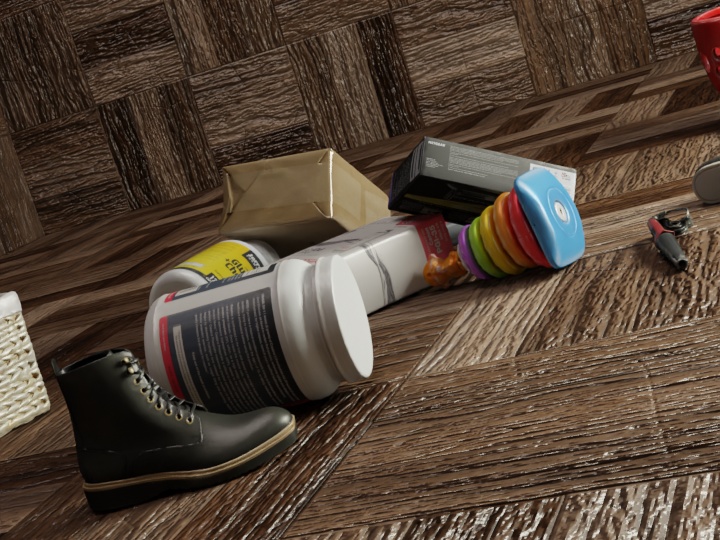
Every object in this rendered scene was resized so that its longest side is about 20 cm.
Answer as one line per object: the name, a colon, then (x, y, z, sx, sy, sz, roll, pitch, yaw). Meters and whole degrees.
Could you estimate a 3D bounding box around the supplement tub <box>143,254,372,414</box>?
supplement tub: (-0.100, 0.070, 1.276, 0.198, 0.142, 0.140, -15, 11, 13)

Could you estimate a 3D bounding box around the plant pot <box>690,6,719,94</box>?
plant pot: (0.632, -0.333, 2.014, 0.198, 0.184, 0.200, -16, 10, 3)

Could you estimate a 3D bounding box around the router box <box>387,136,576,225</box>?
router box: (0.149, -0.100, 1.618, 0.198, 0.053, 0.157, 11, -15, -12)

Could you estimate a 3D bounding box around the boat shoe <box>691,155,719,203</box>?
boat shoe: (0.491, -0.131, 1.535, 0.199, 0.067, 0.057, -15, 15, 34)

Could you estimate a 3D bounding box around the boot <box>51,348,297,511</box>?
boot: (-0.166, 0.119, 1.140, 0.198, 0.140, 0.077, -17, 10, -2)

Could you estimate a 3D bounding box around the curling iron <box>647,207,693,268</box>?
curling iron: (0.339, -0.036, 1.405, 0.049, 0.026, 0.200, -18, 10, 15)

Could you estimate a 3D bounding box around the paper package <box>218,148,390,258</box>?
paper package: (-0.078, -0.080, 1.855, 0.189, 0.105, 0.200, -8, -19, 24)

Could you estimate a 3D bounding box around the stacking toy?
stacking toy: (0.156, -0.028, 1.531, 0.199, 0.117, 0.110, -28, -2, 31)

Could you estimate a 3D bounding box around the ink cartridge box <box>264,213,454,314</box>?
ink cartridge box: (0.000, 0.000, 1.628, 0.199, 0.084, 0.146, -23, 12, -29)

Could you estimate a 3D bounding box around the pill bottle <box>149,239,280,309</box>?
pill bottle: (-0.186, 0.025, 1.731, 0.111, 0.113, 0.200, -12, 13, 30)

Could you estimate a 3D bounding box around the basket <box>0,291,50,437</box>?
basket: (-0.521, 0.137, 1.580, 0.197, 0.162, 0.200, -10, 14, 37)

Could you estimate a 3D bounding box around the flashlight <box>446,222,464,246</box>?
flashlight: (0.095, -0.050, 1.783, 0.198, 0.068, 0.068, -19, -8, -11)
